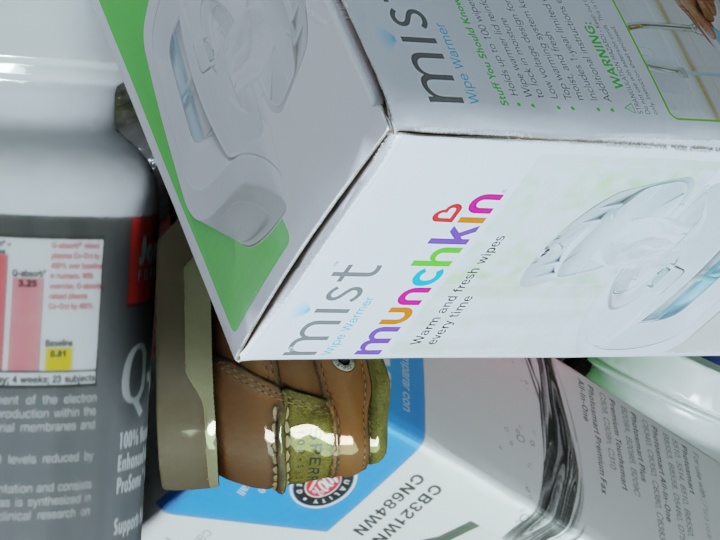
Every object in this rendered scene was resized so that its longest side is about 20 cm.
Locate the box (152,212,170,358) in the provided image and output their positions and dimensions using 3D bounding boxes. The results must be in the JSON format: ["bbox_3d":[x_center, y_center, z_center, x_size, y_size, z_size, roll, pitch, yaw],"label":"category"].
[{"bbox_3d":[0.000,0.000,0.859,0.102,0.095,0.200,31,122,-26],"label":"box"}]

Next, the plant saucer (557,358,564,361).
[{"bbox_3d":[0.054,0.038,0.960,0.200,0.027,0.200,-45,178,-2],"label":"plant saucer"}]

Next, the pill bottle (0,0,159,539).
[{"bbox_3d":[-0.117,0.015,0.718,0.115,0.202,0.116,4,-176,0],"label":"pill bottle"}]

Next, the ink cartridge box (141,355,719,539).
[{"bbox_3d":[0.015,0.093,0.821,0.199,0.085,0.146,32,122,-25],"label":"ink cartridge box"}]

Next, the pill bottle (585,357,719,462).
[{"bbox_3d":[0.098,0.127,1.039,0.112,0.112,0.201,20,95,-49],"label":"pill bottle"}]

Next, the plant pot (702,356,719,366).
[{"bbox_3d":[0.161,0.169,1.167,0.200,0.181,0.200,-36,147,20],"label":"plant pot"}]

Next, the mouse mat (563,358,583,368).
[{"bbox_3d":[0.085,0.031,0.984,0.200,0.008,0.161,-46,178,30],"label":"mouse mat"}]

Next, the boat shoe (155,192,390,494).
[{"bbox_3d":[-0.024,-0.025,0.724,0.067,0.201,0.072,-1,151,-2],"label":"boat shoe"}]

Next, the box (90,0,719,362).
[{"bbox_3d":[0.024,-0.082,0.678,0.176,0.201,0.097,-1,142,-35],"label":"box"}]
